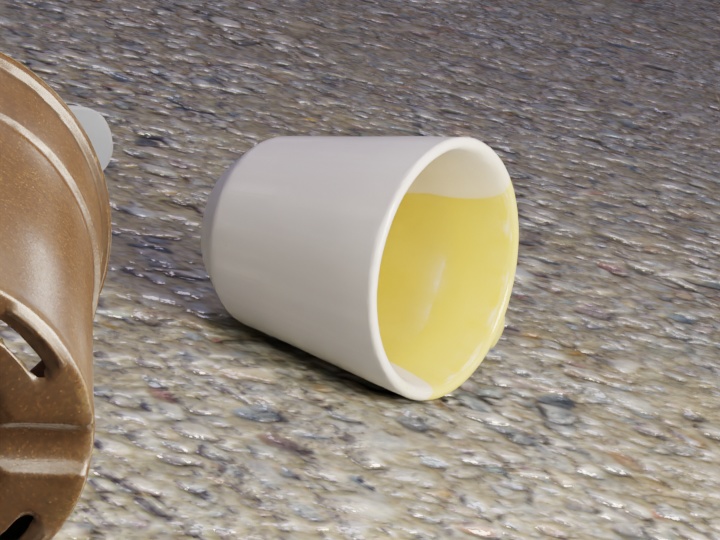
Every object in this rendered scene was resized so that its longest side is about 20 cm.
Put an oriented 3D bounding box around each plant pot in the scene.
[{"bbox_3d":[-0.192,0.025,0.992,0.199,0.202,0.199,8,22,-17],"label":"plant pot"}]

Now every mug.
[{"bbox_3d":[-0.006,0.001,1.393,0.152,0.188,0.150,12,44,34],"label":"mug"}]

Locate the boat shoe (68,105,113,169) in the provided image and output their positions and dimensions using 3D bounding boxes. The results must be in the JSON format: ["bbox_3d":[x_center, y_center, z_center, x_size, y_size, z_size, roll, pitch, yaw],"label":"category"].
[{"bbox_3d":[-0.260,-0.088,1.584,0.199,0.071,0.066,-6,6,-44],"label":"boat shoe"}]
